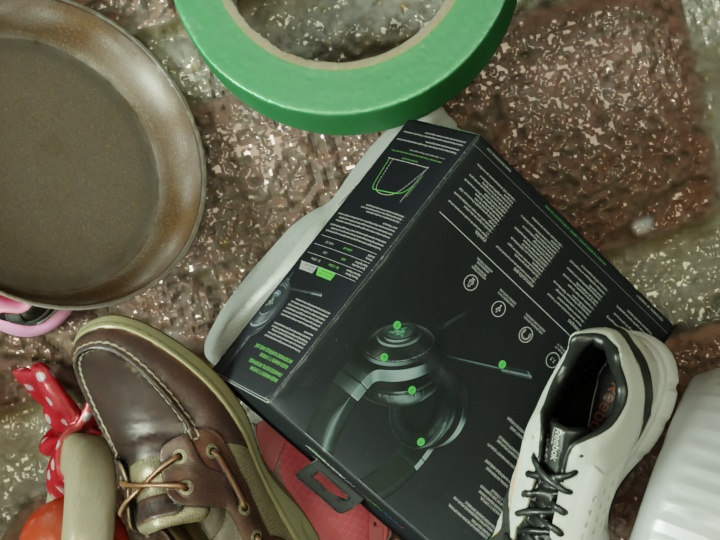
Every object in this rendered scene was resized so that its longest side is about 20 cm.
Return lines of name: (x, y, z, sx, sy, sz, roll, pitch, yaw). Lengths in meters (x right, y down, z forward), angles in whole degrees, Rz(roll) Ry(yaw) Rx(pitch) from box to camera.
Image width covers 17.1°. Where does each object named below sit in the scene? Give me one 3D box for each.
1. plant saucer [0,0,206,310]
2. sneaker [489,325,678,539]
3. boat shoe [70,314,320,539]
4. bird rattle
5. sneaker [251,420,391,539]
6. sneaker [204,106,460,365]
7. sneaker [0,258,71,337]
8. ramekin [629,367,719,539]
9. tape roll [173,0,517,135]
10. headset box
plant saucer: (-0.183, -0.065, 1.357, 0.200, 0.032, 0.201, 13, 61, -24)
sneaker: (0.102, 0.119, 1.264, 0.074, 0.080, 0.201, 16, 83, 27)
boat shoe: (-0.095, 0.116, 1.294, 0.072, 0.072, 0.200, -22, 109, 33)
bird rattle: (-0.157, 0.147, 1.357, 0.112, 0.163, 0.201, 16, 103, -18)
sneaker: (-0.010, 0.170, 1.387, 0.087, 0.074, 0.201, -24, 88, -2)
sneaker: (0.000, 0.000, 1.387, 0.200, 0.075, 0.089, -44, 103, 2)
sneaker: (-0.244, -0.043, 1.375, 0.200, 0.095, 0.079, 45, 96, 0)
ramekin: (0.205, 0.147, 1.327, 0.094, 0.202, 0.203, 18, 93, 12)
tape roll: (-0.009, -0.179, 1.362, 0.200, 0.048, 0.201, -1, 79, 6)
headset box: (0.043, 0.049, 1.327, 0.174, 0.093, 0.200, 41, 81, -24)
